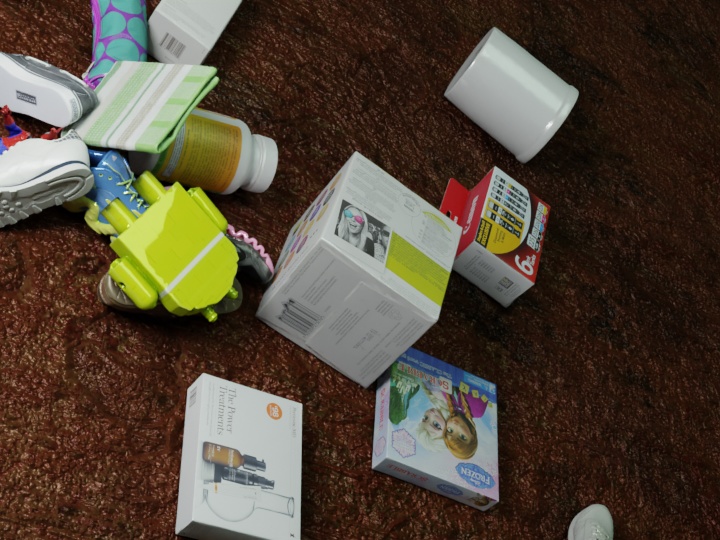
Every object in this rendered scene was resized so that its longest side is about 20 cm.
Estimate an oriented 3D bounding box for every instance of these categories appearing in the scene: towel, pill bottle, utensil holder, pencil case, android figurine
[{"bbox_3d":[-0.288,-0.211,1.455,0.150,0.198,0.031,-58,138,-24],"label":"towel"},{"bbox_3d":[-0.223,-0.172,1.606,0.197,0.111,0.113,12,52,-32],"label":"pill bottle"},{"bbox_3d":[0.278,-0.328,2.085,0.199,0.170,0.171,36,43,-7],"label":"utensil holder"},{"bbox_3d":[-0.359,-0.325,1.633,0.091,0.085,0.203,21,47,-33],"label":"pencil case"},{"bbox_3d":[-0.235,-0.026,1.422,0.200,0.041,0.183,48,52,-13],"label":"android figurine"}]

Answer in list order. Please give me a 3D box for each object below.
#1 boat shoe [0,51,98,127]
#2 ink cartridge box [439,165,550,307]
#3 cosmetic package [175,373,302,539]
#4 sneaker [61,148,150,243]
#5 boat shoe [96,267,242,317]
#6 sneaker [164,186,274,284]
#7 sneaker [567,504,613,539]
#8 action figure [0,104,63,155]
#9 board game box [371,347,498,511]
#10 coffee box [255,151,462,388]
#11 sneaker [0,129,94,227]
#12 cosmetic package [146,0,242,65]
[{"bbox_3d":[-0.437,-0.252,1.486,0.197,0.073,0.068,22,37,23],"label":"boat shoe"},{"bbox_3d":[0.222,-0.071,1.906,0.174,0.084,0.202,33,45,-13],"label":"ink cartridge box"},{"bbox_3d":[-0.148,0.245,1.400,0.149,0.052,0.203,22,48,-28],"label":"cosmetic package"},{"bbox_3d":[-0.310,-0.090,1.449,0.197,0.106,0.076,27,45,5],"label":"sneaker"},{"bbox_3d":[-0.251,0.025,1.464,0.197,0.067,0.073,5,73,-35],"label":"boat shoe"},{"bbox_3d":[-0.214,-0.027,1.548,0.198,0.079,0.096,33,66,-13],"label":"sneaker"},{"bbox_3d":[0.344,0.413,1.628,0.075,0.100,0.200,40,41,-2],"label":"sneaker"},{"bbox_3d":[-0.464,-0.168,1.426,0.198,0.099,0.066,-20,70,-48],"label":"action figure"},{"bbox_3d":[0.112,0.224,1.627,0.198,0.041,0.202,24,47,-23],"label":"board game box"},{"bbox_3d":[0.000,0.000,1.589,0.198,0.200,0.199,33,44,-13],"label":"coffee box"},{"bbox_3d":[-0.434,-0.114,1.391,0.197,0.077,0.082,-17,64,-13],"label":"sneaker"},{"bbox_3d":[-0.262,-0.409,1.773,0.107,0.085,0.202,35,43,-12],"label":"cosmetic package"}]
